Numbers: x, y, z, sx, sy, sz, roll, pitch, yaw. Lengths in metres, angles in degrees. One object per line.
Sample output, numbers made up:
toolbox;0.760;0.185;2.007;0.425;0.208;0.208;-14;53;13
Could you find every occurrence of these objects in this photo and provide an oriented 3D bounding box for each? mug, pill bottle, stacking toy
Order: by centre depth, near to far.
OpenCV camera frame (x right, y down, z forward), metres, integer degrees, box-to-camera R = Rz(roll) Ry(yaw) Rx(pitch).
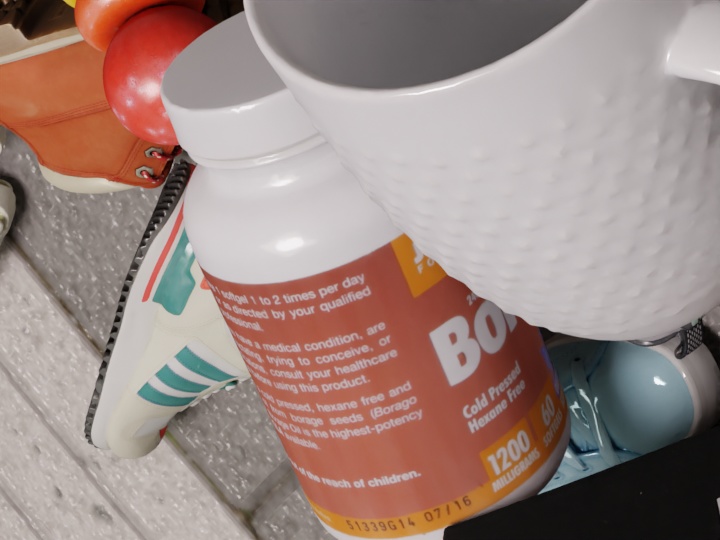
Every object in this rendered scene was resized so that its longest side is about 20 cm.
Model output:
mug;0.084;-0.056;0.830;0.199;0.148;0.176;18;156;39
pill bottle;0.000;0.000;0.990;0.112;0.112;0.201;1;127;38
stacking toy;-0.103;-0.137;1.041;0.085;0.085;0.201;-47;56;45

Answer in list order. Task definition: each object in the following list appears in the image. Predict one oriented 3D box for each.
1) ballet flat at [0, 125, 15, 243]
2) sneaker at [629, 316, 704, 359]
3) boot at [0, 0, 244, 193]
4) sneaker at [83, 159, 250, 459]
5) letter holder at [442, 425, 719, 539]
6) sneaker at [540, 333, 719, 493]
ballet flat;-0.198;-0.045;1.237;0.069;0.069;0.201;21;138;28
sneaker;0.067;-0.042;1.026;0.200;0.077;0.140;49;153;27
boot;-0.087;-0.086;1.132;0.199;0.075;0.108;-3;127;39
sneaker;-0.065;0.035;1.179;0.093;0.071;0.200;20;141;-1
letter holder;0.150;0.141;0.958;0.199;0.101;0.143;-22;125;13
sneaker;0.061;0.077;1.095;0.199;0.082;0.074;-21;103;43
